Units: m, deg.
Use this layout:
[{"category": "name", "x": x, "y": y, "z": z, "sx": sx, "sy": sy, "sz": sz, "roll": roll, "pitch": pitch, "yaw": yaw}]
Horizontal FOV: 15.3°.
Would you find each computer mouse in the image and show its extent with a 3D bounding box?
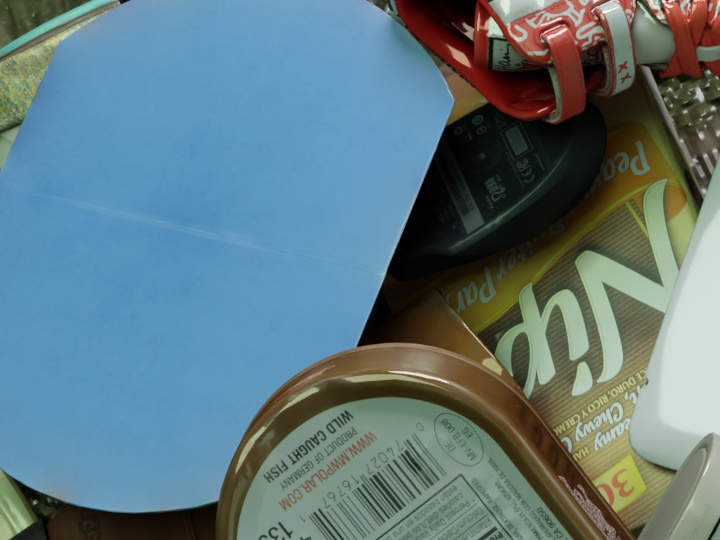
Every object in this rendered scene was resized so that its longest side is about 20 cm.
[{"category": "computer mouse", "x": 0.000, "y": 0.000, "z": 0.931, "sx": 0.200, "sy": 0.034, "sz": 0.059, "roll": -29, "pitch": 45, "yaw": 11}]

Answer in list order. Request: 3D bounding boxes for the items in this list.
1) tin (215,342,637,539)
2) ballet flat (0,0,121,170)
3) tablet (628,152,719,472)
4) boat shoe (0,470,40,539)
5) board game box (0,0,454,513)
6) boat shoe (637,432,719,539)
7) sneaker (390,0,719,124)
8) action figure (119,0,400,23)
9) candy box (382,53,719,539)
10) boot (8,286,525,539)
[{"category": "tin", "x": 0.037, "y": 0.115, "z": 0.820, "sx": 0.112, "sy": 0.042, "sz": 0.200, "roll": -38, "pitch": 92, "yaw": 15}, {"category": "ballet flat", "x": -0.153, "y": -0.043, "z": 1.065, "sx": 0.200, "sy": 0.071, "sz": 0.071, "roll": -24, "pitch": 65, "yaw": 16}, {"category": "tablet", "x": 0.198, "y": 0.028, "z": 0.863, "sx": 0.200, "sy": 0.014, "sz": 0.130, "roll": 18, "pitch": 84, "yaw": 18}, {"category": "boat shoe", "x": -0.184, "y": 0.080, "z": 1.020, "sx": 0.065, "sy": 0.072, "sz": 0.200, "roll": -40, "pitch": 54, "yaw": -20}, {"category": "board game box", "x": -0.054, "y": -0.006, "z": 0.909, "sx": 0.158, "sy": 0.039, "sz": 0.200, "roll": 12, "pitch": 69, "yaw": 27}, {"category": "boat shoe", "x": 0.096, "y": 0.151, "z": 0.871, "sx": 0.063, "sy": 0.073, "sz": 0.200, "roll": 24, "pitch": 108, "yaw": -1}, {"category": "sneaker", "x": 0.108, "y": -0.081, "z": 0.882, "sx": 0.201, "sy": 0.067, "sz": 0.108, "roll": 27, "pitch": 61, "yaw": 19}, {"category": "action figure", "x": 0.004, "y": -0.134, "z": 0.969, "sx": 0.200, "sy": 0.102, "sz": 0.119, "roll": -27, "pitch": 84, "yaw": 0}, {"category": "candy box", "x": 0.073, "y": 0.008, "z": 0.953, "sx": 0.115, "sy": 0.055, "sz": 0.200, "roll": -25, "pitch": 64, "yaw": 12}, {"category": "boot", "x": -0.006, "y": 0.127, "z": 0.886, "sx": 0.200, "sy": 0.069, "sz": 0.188, "roll": -29, "pitch": 61, "yaw": -6}]
